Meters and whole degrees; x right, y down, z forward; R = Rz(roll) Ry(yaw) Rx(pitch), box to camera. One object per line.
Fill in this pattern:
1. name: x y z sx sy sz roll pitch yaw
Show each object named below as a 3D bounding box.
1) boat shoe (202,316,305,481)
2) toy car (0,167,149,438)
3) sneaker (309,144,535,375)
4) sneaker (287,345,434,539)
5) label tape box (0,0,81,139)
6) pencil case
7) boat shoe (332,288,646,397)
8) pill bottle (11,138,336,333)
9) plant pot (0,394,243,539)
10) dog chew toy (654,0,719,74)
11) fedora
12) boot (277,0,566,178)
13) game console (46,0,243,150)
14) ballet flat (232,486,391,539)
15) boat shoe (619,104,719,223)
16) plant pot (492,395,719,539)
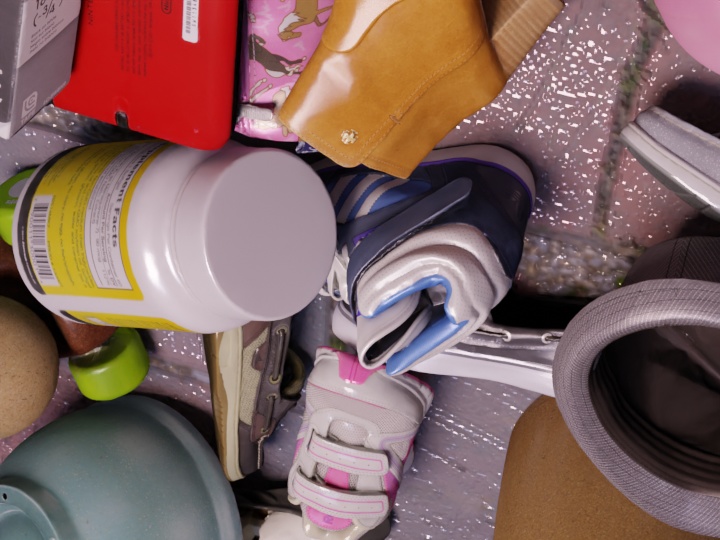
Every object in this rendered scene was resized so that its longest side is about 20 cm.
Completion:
1. boat shoe: -0.068 0.074 1.164 0.065 0.072 0.202 -8 142 -6
2. toy car: -0.254 0.058 1.147 0.156 0.201 0.165 -3 127 27
3. sneaker: 0.000 0.000 1.012 0.198 0.147 0.081 -10 124 31
4. sneaker: -0.004 0.121 1.130 0.081 0.089 0.201 16 151 12
5. label tape box: -0.205 -0.183 0.854 0.143 0.063 0.201 30 137 10
6. pencil case: -0.039 -0.163 0.930 0.082 0.087 0.201 1 129 -1
7. boat shoe: 0.079 0.029 1.062 0.198 0.070 0.067 14 113 21
8. pill bottle: -0.111 -0.021 1.033 0.199 0.114 0.115 2 132 50
9. plant pot: -0.199 0.197 1.225 0.199 0.134 0.203 5 98 36
10. dog chew toy: 0.177 -0.188 0.789 0.124 0.125 0.201 -9 116 31
11. fedora: 0.202 0.054 0.978 0.176 0.091 0.200 -13 129 35
12. boot: 0.004 -0.130 0.884 0.144 0.071 0.201 -45 133 13
13. game console: -0.125 -0.191 0.930 0.171 0.119 0.201 16 134 10
14. ballet flat: -0.076 0.193 1.272 0.198 0.069 0.068 2 129 24
15. boat shoe: 0.235 -0.041 0.927 0.201 0.074 0.065 26 92 6
16. plant pot: 0.154 0.201 1.078 0.185 0.201 0.188 13 132 15
